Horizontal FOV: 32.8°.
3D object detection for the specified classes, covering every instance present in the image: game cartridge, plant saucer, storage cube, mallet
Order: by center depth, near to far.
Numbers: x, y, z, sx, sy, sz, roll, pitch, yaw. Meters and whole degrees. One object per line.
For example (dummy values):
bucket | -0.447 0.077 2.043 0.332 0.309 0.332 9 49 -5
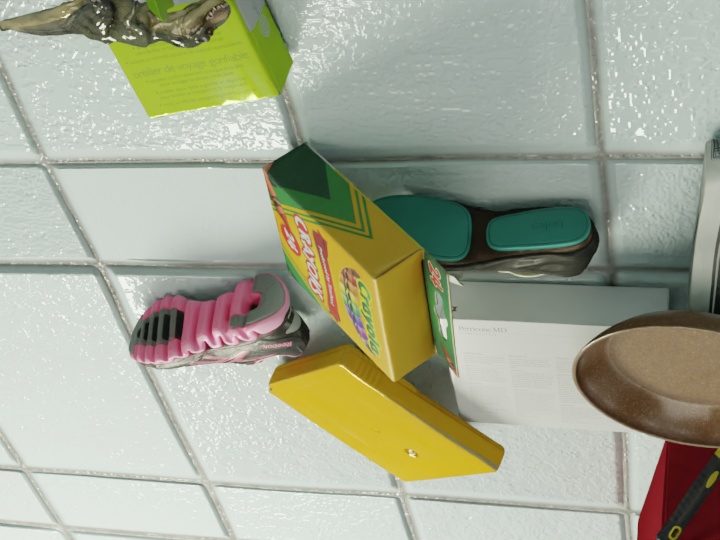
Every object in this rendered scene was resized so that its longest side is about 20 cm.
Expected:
plant saucer | 0.275 0.085 1.006 0.198 0.037 0.201 14 151 8
mallet | 0.318 0.156 1.087 0.066 0.041 0.201 37 96 -13
storage cube | 0.363 0.290 1.188 0.169 0.181 0.201 9 137 8
game cartridge | 0.020 0.145 1.217 0.199 0.033 0.176 37 153 -19

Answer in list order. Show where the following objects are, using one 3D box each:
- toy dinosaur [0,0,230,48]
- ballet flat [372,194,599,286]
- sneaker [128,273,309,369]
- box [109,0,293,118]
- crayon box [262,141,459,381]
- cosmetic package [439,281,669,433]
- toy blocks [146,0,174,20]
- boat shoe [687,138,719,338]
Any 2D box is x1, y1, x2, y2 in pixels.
toy dinosaur | -0.195 -0.195 0.871 0.198 0.048 0.089 6 144 20
ballet flat | 0.099 -0.018 1.024 0.198 0.069 0.069 6 147 13
sneaker | -0.136 0.068 1.194 0.198 0.080 0.095 -11 143 29
box | -0.144 -0.210 0.903 0.121 0.048 0.201 -6 133 22
crayon box | 0.000 0.000 0.993 0.200 0.051 0.128 43 156 39
cosmetic package | 0.181 0.080 1.114 0.198 0.052 0.152 2 139 16
toy blocks | -0.095 -0.272 0.768 0.136 0.100 0.201 -28 132 -15
boat shoe | 0.294 -0.013 0.962 0.063 0.071 0.201 6 136 13
